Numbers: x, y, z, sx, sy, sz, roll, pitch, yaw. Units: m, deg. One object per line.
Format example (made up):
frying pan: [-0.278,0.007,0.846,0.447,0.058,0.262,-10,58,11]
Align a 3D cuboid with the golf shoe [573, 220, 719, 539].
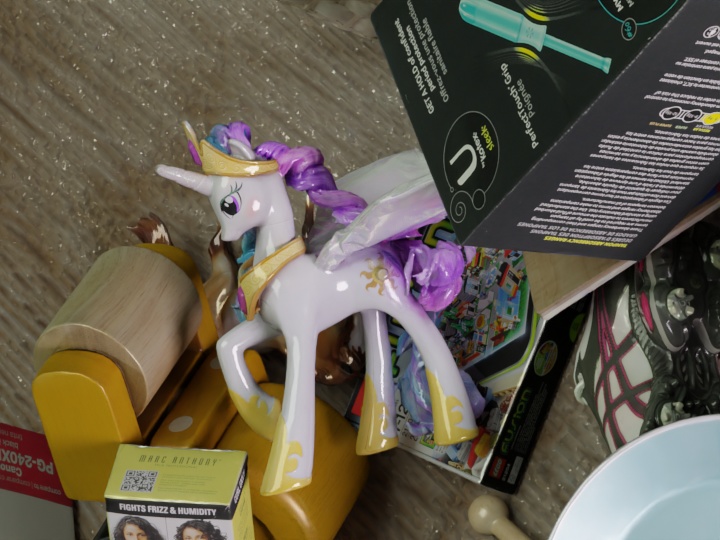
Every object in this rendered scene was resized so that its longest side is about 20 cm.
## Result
golf shoe: [0.157,0.074,1.582,0.088,0.077,0.201,-22,58,51]

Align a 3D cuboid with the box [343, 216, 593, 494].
box: [0.074,0.012,1.676,0.110,0.035,0.201,21,89,40]

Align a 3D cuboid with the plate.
plate: [0.185,0.172,1.499,0.199,0.026,0.202,0,89,3]

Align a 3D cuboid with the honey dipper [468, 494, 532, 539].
honey dipper: [0.121,0.177,1.588,0.200,0.038,0.038,42,102,39]

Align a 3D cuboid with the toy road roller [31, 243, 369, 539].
toy road roller: [-0.083,0.089,1.676,0.145,0.201,0.123,-1,34,26]

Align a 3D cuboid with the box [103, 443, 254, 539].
box: [-0.093,0.189,1.646,0.075,0.201,0.050,3,35,9]

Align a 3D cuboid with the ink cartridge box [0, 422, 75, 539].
ink cartridge box: [-0.249,0.209,1.825,0.145,0.083,0.201,-21,64,31]

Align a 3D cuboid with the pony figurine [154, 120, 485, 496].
pony figurine: [0.000,0.000,1.611,0.166,0.192,0.201,-174,70,-76]

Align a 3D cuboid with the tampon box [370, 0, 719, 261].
tampon box: [0.125,-0.123,1.477,0.200,0.126,0.151,-47,51,40]

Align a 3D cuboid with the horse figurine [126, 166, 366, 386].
horse figurine: [-0.055,0.007,1.764,0.199,0.050,0.133,-2,70,38]

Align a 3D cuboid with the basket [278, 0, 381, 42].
basket: [-0.009,-0.266,1.722,0.198,0.200,0.161,-42,57,20]

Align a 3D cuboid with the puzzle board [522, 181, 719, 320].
puzzle board: [0.139,-0.087,1.608,0.150,0.017,0.201,-33,46,27]
